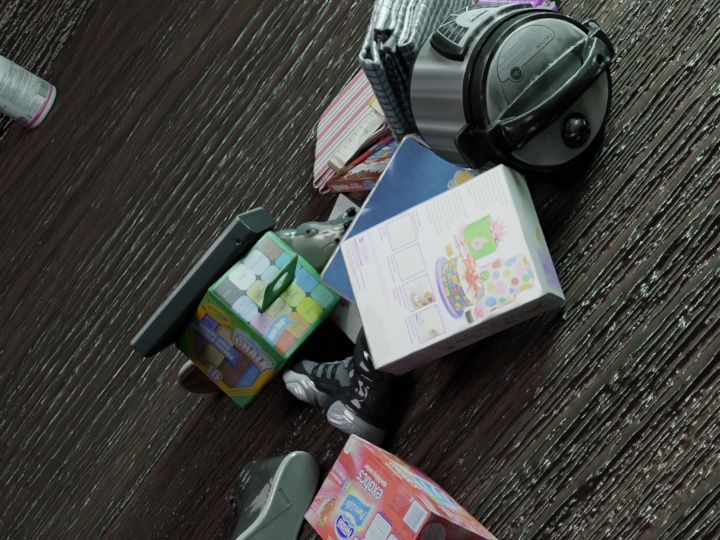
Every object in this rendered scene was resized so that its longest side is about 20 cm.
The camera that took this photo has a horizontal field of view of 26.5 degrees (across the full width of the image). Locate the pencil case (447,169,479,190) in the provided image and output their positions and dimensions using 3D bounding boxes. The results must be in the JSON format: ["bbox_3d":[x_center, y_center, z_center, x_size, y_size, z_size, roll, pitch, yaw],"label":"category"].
[{"bbox_3d":[0.094,-0.008,1.620,0.200,0.091,0.083,-59,2,8],"label":"pencil case"}]

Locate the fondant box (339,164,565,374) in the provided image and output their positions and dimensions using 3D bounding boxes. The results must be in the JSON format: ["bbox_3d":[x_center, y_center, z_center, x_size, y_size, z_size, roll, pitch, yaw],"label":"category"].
[{"bbox_3d":[0.090,0.002,1.540,0.200,0.058,0.145,-26,68,25],"label":"fondant box"}]

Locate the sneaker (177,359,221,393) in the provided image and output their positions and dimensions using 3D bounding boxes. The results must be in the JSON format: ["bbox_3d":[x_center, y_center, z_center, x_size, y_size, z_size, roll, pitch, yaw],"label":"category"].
[{"bbox_3d":[-0.164,0.075,2.010,0.200,0.071,0.113,-36,39,27],"label":"sneaker"}]

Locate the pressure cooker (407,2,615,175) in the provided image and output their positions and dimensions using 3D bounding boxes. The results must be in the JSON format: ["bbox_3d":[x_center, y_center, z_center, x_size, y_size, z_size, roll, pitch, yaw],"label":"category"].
[{"bbox_3d":[0.165,-0.187,1.591,0.200,0.178,0.177,17,99,63],"label":"pressure cooker"}]

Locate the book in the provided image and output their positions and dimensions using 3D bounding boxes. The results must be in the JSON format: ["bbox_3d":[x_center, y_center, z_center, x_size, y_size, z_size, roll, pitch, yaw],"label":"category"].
[{"bbox_3d":[0.000,0.000,1.837,0.134,0.048,0.200,-63,27,7],"label":"book"}]

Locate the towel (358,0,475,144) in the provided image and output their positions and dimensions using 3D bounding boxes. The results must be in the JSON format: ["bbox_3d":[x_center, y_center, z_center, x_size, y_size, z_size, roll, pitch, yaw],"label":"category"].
[{"bbox_3d":[0.075,-0.266,1.740,0.085,0.166,0.200,2,56,23],"label":"towel"}]

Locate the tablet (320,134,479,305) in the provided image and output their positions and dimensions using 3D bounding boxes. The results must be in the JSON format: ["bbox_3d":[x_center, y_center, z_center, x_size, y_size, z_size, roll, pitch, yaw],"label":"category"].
[{"bbox_3d":[0.054,-0.040,1.724,0.130,0.014,0.200,33,95,19],"label":"tablet"}]

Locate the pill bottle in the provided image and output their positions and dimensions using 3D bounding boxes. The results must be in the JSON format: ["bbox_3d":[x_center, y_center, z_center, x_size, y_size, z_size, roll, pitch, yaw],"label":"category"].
[{"bbox_3d":[-0.800,-0.414,3.449,0.113,0.200,0.114,-41,32,33],"label":"pill bottle"}]

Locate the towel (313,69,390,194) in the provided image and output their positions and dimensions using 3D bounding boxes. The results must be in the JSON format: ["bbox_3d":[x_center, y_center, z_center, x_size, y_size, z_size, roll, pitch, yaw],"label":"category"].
[{"bbox_3d":[-0.007,-0.201,2.050,0.146,0.030,0.200,-44,23,27],"label":"towel"}]

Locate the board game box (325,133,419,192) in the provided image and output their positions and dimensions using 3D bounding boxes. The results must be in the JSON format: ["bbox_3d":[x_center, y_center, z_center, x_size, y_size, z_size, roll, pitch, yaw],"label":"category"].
[{"bbox_3d":[0.032,-0.132,1.853,0.103,0.019,0.200,-39,14,-15],"label":"board game box"}]

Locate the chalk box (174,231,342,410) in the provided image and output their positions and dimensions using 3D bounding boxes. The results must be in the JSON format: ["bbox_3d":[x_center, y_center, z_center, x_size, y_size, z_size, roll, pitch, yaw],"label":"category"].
[{"bbox_3d":[-0.113,0.051,1.800,0.124,0.124,0.200,-46,-2,-35],"label":"chalk box"}]

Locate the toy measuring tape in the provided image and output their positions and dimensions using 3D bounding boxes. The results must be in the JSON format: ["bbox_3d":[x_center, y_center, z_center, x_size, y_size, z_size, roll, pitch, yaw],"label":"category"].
[{"bbox_3d":[0.040,-0.195,1.913,0.200,0.074,0.074,-50,28,4],"label":"toy measuring tape"}]

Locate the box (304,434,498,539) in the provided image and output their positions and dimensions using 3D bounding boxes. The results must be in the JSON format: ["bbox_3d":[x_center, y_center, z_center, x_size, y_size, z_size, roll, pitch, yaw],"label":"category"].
[{"bbox_3d":[0.038,0.250,1.462,0.103,0.095,0.200,-60,26,1],"label":"box"}]

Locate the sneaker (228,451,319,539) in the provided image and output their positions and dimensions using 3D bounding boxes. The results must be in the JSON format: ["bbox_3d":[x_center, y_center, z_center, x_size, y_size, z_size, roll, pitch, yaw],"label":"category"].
[{"bbox_3d":[-0.121,0.296,1.728,0.099,0.071,0.200,-8,51,60],"label":"sneaker"}]

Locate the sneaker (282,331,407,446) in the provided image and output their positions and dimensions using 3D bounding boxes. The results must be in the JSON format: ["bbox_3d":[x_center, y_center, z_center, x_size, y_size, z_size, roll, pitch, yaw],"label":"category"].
[{"bbox_3d":[-0.009,0.114,1.706,0.114,0.075,0.200,-59,32,0],"label":"sneaker"}]

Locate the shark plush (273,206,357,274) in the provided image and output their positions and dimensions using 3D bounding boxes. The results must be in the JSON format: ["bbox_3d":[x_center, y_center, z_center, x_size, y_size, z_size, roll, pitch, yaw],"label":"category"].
[{"bbox_3d":[-0.038,-0.052,1.828,0.083,0.091,0.200,-50,6,-36],"label":"shark plush"}]

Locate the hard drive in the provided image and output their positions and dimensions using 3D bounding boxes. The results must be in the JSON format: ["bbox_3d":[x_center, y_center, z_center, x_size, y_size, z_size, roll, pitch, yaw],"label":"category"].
[{"bbox_3d":[-0.185,0.014,1.824,0.200,0.033,0.140,-49,-1,10],"label":"hard drive"}]

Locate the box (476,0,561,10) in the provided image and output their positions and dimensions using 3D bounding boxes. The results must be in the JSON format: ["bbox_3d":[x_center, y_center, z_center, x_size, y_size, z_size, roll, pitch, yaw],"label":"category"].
[{"bbox_3d":[0.148,-0.244,1.824,0.200,0.036,0.143,-60,26,-3],"label":"box"}]
